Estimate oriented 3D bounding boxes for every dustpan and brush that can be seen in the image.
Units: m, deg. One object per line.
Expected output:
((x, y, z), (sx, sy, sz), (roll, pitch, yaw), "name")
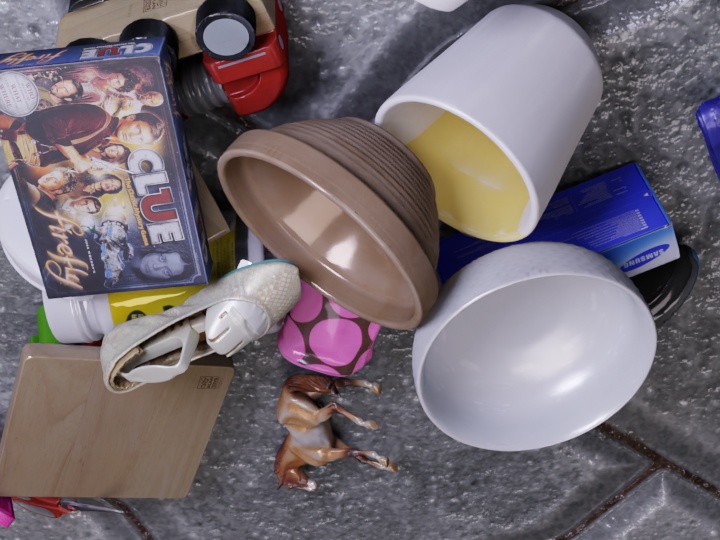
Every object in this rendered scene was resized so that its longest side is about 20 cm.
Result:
((-0.292, -0.052, 1.116), (0.199, 0.140, 0.057), (11, 166, 10), "dustpan and brush")

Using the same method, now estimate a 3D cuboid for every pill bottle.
((-0.174, 0.009, 1.148), (0.199, 0.115, 0.115), (-6, 128, 5), "pill bottle")

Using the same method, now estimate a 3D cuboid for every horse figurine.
((-0.037, 0.158, 1.298), (0.132, 0.050, 0.201), (6, 139, 17), "horse figurine")

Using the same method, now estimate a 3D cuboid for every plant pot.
((-0.007, -0.053, 1.002), (0.200, 0.093, 0.201), (34, 159, 14), "plant pot")

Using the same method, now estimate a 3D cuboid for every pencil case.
((0.000, 0.000, 1.137), (0.093, 0.091, 0.201), (20, 118, -11), "pencil case")

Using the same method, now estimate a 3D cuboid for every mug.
((0.105, -0.125, 1.020), (0.149, 0.153, 0.186), (43, 156, -11), "mug")

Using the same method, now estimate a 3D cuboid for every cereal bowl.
((0.136, 0.052, 1.053), (0.199, 0.084, 0.201), (-7, 131, -8), "cereal bowl")

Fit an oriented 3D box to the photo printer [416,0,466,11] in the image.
((0.035, -0.288, 0.874), (0.200, 0.069, 0.167), (42, 136, 10), "photo printer")

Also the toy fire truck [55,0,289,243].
((-0.132, -0.136, 1.041), (0.175, 0.129, 0.200), (-15, 138, 11), "toy fire truck")

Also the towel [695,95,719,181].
((0.395, -0.128, 1.085), (0.199, 0.050, 0.148), (-22, 132, 16), "towel")

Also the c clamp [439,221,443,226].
((0.068, -0.005, 1.190), (0.170, 0.027, 0.200), (28, 122, -22), "c clamp")

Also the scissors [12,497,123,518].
((-0.302, 0.247, 1.338), (0.199, 0.014, 0.073), (5, 143, 33), "scissors")

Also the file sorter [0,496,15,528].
((-0.466, 0.213, 1.267), (0.200, 0.139, 0.126), (38, 92, -26), "file sorter")

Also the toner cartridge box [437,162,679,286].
((0.167, -0.017, 1.120), (0.199, 0.095, 0.043), (-21, 131, 7), "toner cartridge box")

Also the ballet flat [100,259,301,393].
((-0.131, 0.055, 1.069), (0.199, 0.063, 0.067), (-24, 132, 21), "ballet flat")

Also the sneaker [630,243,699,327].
((0.216, 0.026, 1.184), (0.199, 0.073, 0.082), (-30, 124, 22), "sneaker")

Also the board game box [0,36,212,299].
((-0.198, -0.075, 0.990), (0.135, 0.035, 0.201), (-6, 122, 5), "board game box")

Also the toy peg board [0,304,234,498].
((-0.251, 0.124, 1.267), (0.198, 0.098, 0.201), (5, 131, -24), "toy peg board")
